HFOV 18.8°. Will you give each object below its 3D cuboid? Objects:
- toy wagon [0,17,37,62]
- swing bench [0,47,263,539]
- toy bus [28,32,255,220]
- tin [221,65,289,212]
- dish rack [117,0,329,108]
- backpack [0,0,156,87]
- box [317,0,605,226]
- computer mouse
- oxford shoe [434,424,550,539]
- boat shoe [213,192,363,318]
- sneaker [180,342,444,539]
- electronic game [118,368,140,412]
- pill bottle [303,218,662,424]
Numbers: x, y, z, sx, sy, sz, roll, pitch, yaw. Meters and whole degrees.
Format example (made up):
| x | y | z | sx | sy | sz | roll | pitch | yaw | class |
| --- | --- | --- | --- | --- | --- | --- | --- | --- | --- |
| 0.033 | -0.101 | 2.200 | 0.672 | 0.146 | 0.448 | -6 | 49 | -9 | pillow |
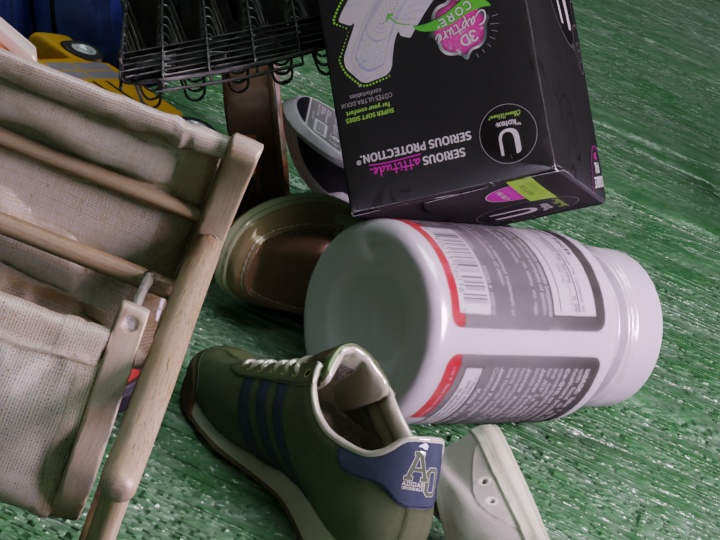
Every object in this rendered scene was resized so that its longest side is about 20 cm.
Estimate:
| x | y | z | sx | sy | sz | roll | pitch | yaw | class |
| --- | --- | --- | --- | --- | --- | --- | --- | --- | --- |
| -0.245 | -0.060 | 0.994 | 0.198 | 0.157 | 0.040 | -5 | 19 | -7 | toy wagon |
| -0.169 | 0.012 | 0.909 | 0.197 | 0.130 | 0.201 | 21 | 49 | -5 | swing bench |
| -0.155 | -0.079 | 1.362 | 0.199 | 0.066 | 0.078 | 34 | 25 | 29 | toy bus |
| -0.069 | -0.102 | 1.442 | 0.041 | 0.113 | 0.200 | -2 | 22 | -2 | tin |
| -0.078 | -0.144 | 1.336 | 0.152 | 0.055 | 0.200 | -12 | 25 | 1 | dish rack |
| -0.195 | -0.203 | 1.502 | 0.167 | 0.164 | 0.200 | -26 | 40 | -28 | backpack |
| 0.056 | -0.131 | 1.251 | 0.123 | 0.202 | 0.148 | -11 | -9 | 17 | box |
| 0.021 | -0.046 | 1.462 | 0.199 | 0.044 | 0.110 | 35 | 23 | -10 | computer mouse |
| 0.072 | 0.153 | 1.032 | 0.057 | 0.076 | 0.201 | -23 | 38 | -1 | oxford shoe |
| 0.000 | 0.000 | 1.310 | 0.199 | 0.075 | 0.066 | 1 | 23 | -45 | boat shoe |
| -0.019 | 0.072 | 1.082 | 0.067 | 0.091 | 0.200 | 6 | 25 | -36 | sneaker |
| -0.196 | 0.019 | 1.101 | 0.198 | 0.042 | 0.200 | 20 | 20 | -7 | electronic game |
| 0.075 | 0.031 | 1.251 | 0.199 | 0.115 | 0.114 | 3 | 27 | -43 | pill bottle |
